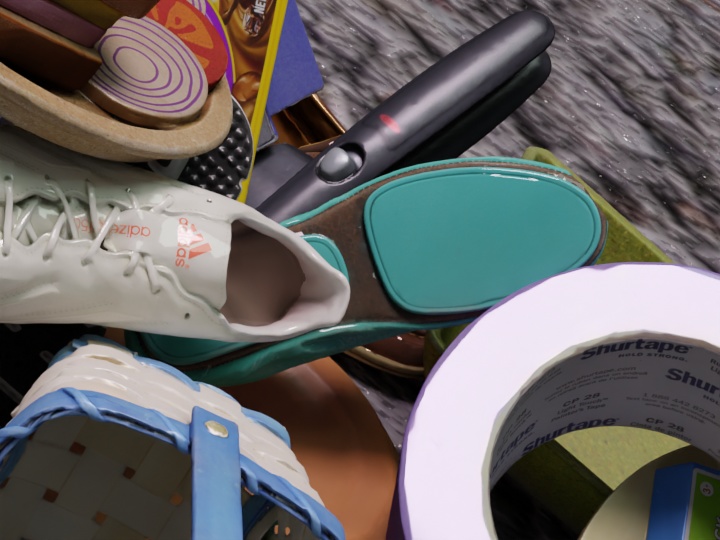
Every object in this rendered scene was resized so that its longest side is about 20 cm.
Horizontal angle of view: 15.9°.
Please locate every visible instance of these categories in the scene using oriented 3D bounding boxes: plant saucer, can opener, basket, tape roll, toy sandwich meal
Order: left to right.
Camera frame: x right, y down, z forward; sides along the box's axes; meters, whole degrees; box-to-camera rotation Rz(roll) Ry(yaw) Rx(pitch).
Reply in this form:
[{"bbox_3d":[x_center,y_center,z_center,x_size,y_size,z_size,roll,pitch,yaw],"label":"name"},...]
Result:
[{"bbox_3d":[-0.114,-0.121,0.912,0.205,0.070,0.205,34,23,-16],"label":"toy sandwich meal"},{"bbox_3d":[-0.083,0.121,0.853,0.139,0.177,0.200,28,21,-9],"label":"basket"},{"bbox_3d":[-0.063,0.070,1.064,0.200,0.038,0.200,21,34,-15],"label":"plant saucer"},{"bbox_3d":[0.009,-0.053,1.151,0.200,0.063,0.079,-36,75,-12],"label":"can opener"},{"bbox_3d":[0.116,0.060,1.184,0.200,0.048,0.200,41,32,-6],"label":"plant saucer"},{"bbox_3d":[0.110,0.103,1.010,0.199,0.085,0.201,2,61,-3],"label":"tape roll"}]

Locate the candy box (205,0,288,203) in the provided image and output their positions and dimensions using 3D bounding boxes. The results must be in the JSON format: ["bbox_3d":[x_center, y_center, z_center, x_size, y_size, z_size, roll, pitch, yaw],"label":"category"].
[{"bbox_3d":[-0.085,-0.093,1.079,0.102,0.201,0.026,12,-2,-22],"label":"candy box"}]

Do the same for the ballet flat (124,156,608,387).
[{"bbox_3d":[0.000,0.000,1.052,0.199,0.070,0.068,-15,86,-6],"label":"ballet flat"}]

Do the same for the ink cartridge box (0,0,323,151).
[{"bbox_3d":[-0.108,-0.127,1.112,0.200,0.198,0.047,-31,22,-29],"label":"ink cartridge box"}]

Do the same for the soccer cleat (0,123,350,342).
[{"bbox_3d":[-0.088,-0.010,0.905,0.077,0.070,0.200,10,1,44],"label":"soccer cleat"}]

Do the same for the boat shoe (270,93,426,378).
[{"bbox_3d":[-0.019,-0.033,1.210,0.072,0.068,0.200,-8,49,-44],"label":"boat shoe"}]

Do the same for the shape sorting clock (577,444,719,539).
[{"bbox_3d":[0.173,0.165,1.071,0.199,0.039,0.201,9,64,-19],"label":"shape sorting clock"}]

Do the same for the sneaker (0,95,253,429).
[{"bbox_3d":[-0.127,0.002,1.013,0.074,0.200,0.080,52,-10,-19],"label":"sneaker"}]
